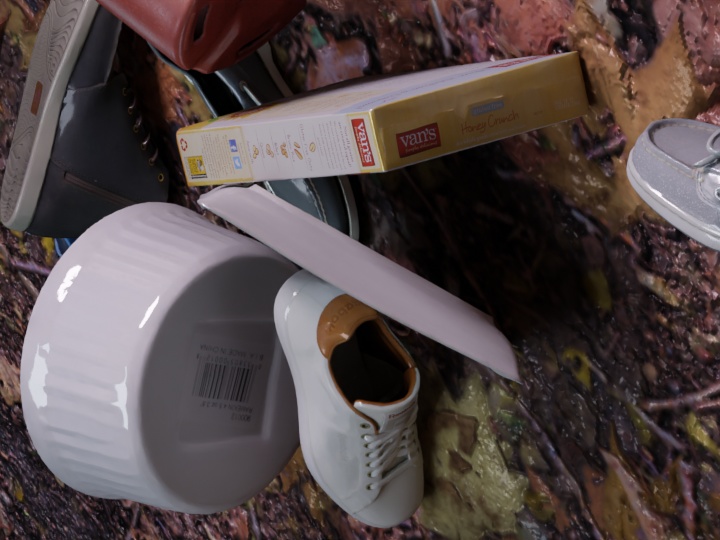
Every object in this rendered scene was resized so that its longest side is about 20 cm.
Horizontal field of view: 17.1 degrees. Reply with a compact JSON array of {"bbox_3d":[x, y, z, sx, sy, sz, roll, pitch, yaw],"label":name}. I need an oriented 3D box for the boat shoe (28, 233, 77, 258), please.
[{"bbox_3d":[-0.199,-0.021,1.723,0.069,0.084,0.201,9,118,53],"label":"boat shoe"}]

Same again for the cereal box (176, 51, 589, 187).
[{"bbox_3d":[0.009,-0.082,1.314,0.200,0.143,0.040,1,106,56],"label":"cereal box"}]

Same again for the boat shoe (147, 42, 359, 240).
[{"bbox_3d":[-0.071,-0.088,1.504,0.201,0.062,0.073,61,148,3],"label":"boat shoe"}]

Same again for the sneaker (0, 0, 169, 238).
[{"bbox_3d":[-0.171,-0.115,1.637,0.075,0.106,0.201,48,122,60],"label":"sneaker"}]

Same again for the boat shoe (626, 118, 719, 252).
[{"bbox_3d":[0.214,-0.038,1.123,0.202,0.074,0.065,26,128,39],"label":"boat shoe"}]

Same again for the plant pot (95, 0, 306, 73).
[{"bbox_3d":[-0.114,-0.229,1.358,0.195,0.201,0.201,43,144,15],"label":"plant pot"}]

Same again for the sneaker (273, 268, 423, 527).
[{"bbox_3d":[0.006,0.095,1.494,0.085,0.073,0.201,30,150,48],"label":"sneaker"}]

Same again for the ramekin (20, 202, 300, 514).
[{"bbox_3d":[-0.115,0.062,1.561,0.097,0.200,0.201,14,125,41],"label":"ramekin"}]

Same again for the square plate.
[{"bbox_3d":[0.000,0.000,1.353,0.199,0.029,0.198,29,180,-4],"label":"square plate"}]
